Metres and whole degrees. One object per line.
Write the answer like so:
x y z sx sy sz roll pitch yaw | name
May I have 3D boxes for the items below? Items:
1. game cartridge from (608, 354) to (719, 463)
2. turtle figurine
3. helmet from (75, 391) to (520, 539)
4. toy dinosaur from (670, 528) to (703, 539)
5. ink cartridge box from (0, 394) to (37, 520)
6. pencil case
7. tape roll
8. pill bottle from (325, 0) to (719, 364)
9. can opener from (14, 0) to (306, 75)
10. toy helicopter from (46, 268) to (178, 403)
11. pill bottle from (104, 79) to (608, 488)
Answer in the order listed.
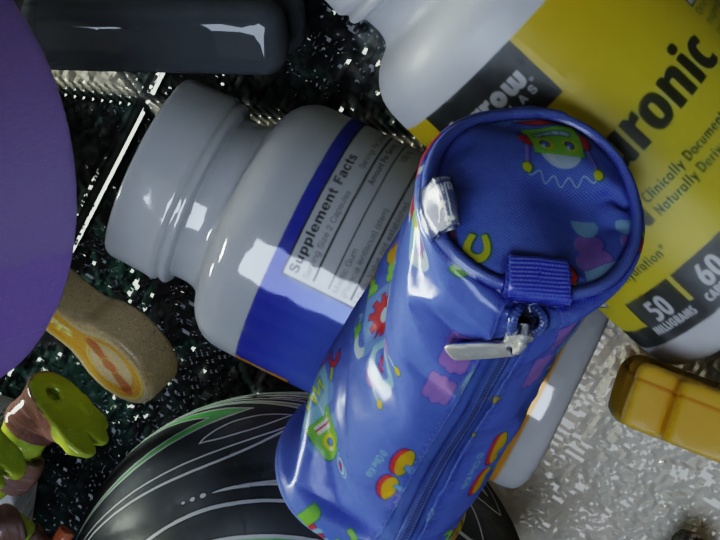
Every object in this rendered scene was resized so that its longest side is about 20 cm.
0.183 0.074 0.769 0.176 0.200 0.033 21 89 6 | game cartridge
-0.178 0.109 0.882 0.161 0.200 0.065 -47 58 35 | turtle figurine
-0.029 0.146 0.876 0.199 0.200 0.191 23 104 5 | helmet
0.163 0.220 0.902 0.088 0.047 0.201 9 93 31 | toy dinosaur
-0.250 0.136 1.022 0.162 0.057 0.201 17 116 8 | ink cartridge box
0.030 0.030 0.694 0.078 0.087 0.200 14 142 -10 | pencil case
-0.207 -0.039 0.788 0.199 0.066 0.201 10 107 33 | tape roll
0.077 -0.070 0.717 0.200 0.111 0.111 42 121 -7 | pill bottle
-0.123 -0.115 0.843 0.199 0.053 0.067 7 118 14 | can opener
-0.158 -0.018 0.852 0.200 0.079 0.132 37 145 8 | toy helicopter
0.000 0.000 0.830 0.199 0.112 0.112 25 122 4 | pill bottle
